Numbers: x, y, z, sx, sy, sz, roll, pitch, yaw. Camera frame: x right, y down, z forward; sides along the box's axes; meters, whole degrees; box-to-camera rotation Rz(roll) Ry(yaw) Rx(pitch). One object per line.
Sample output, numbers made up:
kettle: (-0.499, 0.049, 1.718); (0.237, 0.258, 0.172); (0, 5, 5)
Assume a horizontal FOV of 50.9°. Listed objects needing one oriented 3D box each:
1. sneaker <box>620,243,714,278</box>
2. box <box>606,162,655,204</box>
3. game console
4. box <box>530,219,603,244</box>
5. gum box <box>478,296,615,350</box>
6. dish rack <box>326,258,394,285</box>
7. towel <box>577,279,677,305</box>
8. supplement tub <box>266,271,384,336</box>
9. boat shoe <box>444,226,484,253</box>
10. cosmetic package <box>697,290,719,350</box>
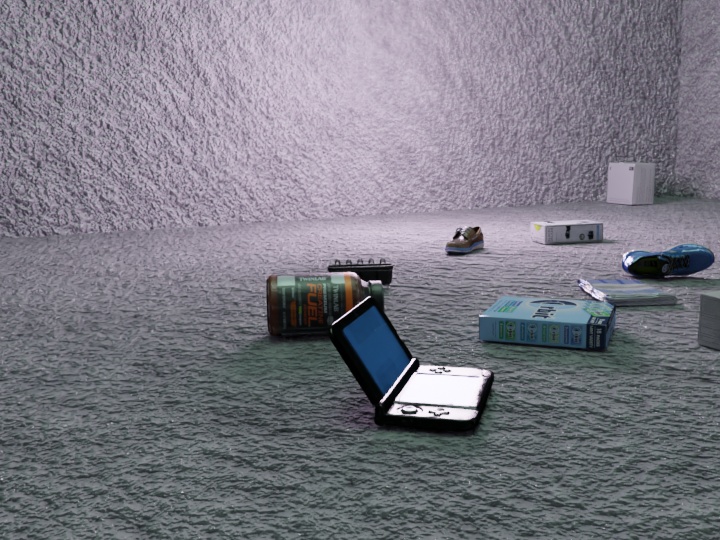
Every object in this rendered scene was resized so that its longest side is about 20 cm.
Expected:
sneaker: (0.704, -0.012, 1.731); (0.199, 0.079, 0.089); (-7, 15, 15)
box: (1.311, -0.424, 3.673); (0.130, 0.201, 0.199); (-3, 10, -18)
game console: (0.071, 0.108, 0.944); (0.175, 0.117, 0.200); (1, 10, 17)
box: (0.653, -0.123, 2.401); (0.199, 0.061, 0.117); (-3, 10, -9)
gum box: (0.315, 0.085, 1.263); (0.199, 0.045, 0.170); (2, 10, 23)
dish rack: (0.000, 0.000, 1.785); (0.152, 0.055, 0.200); (-1, 9, 0)
towel: (0.542, 0.041, 1.554); (0.146, 0.024, 0.200); (-1, 9, -1)
supplement tub: (-0.061, 0.056, 1.302); (0.199, 0.108, 0.107); (-3, 10, -6)
boat shoe: (0.305, -0.095, 2.243); (0.072, 0.073, 0.200); (4, 11, 30)
cosmetic package: (0.625, 0.070, 1.198); (0.199, 0.083, 0.051); (-6, 13, -25)
